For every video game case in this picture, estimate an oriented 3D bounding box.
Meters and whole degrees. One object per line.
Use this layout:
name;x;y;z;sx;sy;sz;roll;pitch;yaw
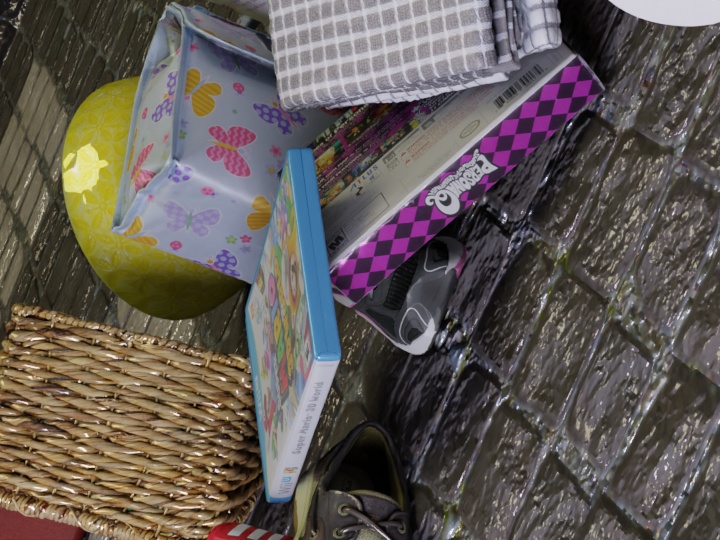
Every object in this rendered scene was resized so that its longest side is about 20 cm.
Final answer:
video game case;-0.044;0.037;1.429;0.200;0.018;0.143;109;156;-58
video game case;0.044;-0.085;1.445;0.200;0.036;0.181;-41;24;5

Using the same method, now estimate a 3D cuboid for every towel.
towel;0.020;-0.187;1.403;0.200;0.086;0.166;-9;88;47

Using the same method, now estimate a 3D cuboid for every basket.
basket;-0.168;0.125;1.678;0.143;0.200;0.149;62;-139;-75

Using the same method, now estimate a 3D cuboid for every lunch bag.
lunch bag;-0.080;-0.102;1.719;0.127;0.169;0.200;-47;28;44

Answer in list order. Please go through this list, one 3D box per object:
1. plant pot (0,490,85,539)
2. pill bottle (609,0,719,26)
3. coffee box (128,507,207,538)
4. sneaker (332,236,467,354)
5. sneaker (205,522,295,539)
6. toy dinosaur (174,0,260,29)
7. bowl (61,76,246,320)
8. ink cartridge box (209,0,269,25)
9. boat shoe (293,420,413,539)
plant pot;-0.343;0.190;2.145;0.176;0.200;0.200;-51;24;18
pill bottle;0.178;-0.235;1.224;0.111;0.111;0.200;-35;39;60
coffee box;-0.143;0.171;1.808;0.123;0.044;0.200;-57;22;32
sneaker;0.000;0.000;1.519;0.080;0.086;0.200;-71;19;0
sneaker;-0.051;0.221;1.385;0.078;0.115;0.200;-64;19;16
toy dinosaur;-0.062;-0.255;2.041;0.200;0.105;0.182;-37;-22;-41
bowl;-0.126;-0.069;1.831;0.108;0.200;0.200;-18;50;37
ink cartridge box;-0.046;-0.267;1.748;0.147;0.200;0.145;-4;67;69
boat shoe;-0.004;0.157;1.386;0.200;0.073;0.065;-101;34;-60
